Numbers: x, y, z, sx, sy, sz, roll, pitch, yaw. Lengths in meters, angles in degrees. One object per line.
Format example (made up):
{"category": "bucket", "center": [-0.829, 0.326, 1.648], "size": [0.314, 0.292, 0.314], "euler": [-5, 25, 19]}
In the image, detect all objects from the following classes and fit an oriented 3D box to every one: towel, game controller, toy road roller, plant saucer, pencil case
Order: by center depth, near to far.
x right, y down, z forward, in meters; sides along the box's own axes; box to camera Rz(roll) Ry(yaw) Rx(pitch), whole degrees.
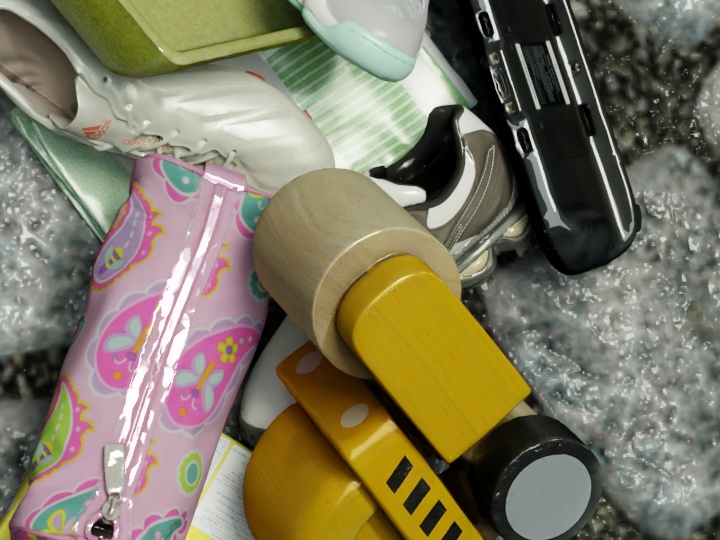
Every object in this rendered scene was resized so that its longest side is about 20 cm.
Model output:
{"category": "toy road roller", "center": [0.001, 0.069, 1.088], "size": [0.146, 0.123, 0.200], "euler": [-39, 121, -4]}
{"category": "pencil case", "center": [-0.096, 0.049, 1.117], "size": [0.087, 0.087, 0.201], "euler": [22, 74, -11]}
{"category": "plant saucer", "center": [-0.107, -0.167, 1.143], "size": [0.200, 0.048, 0.200], "euler": [50, 30, 11]}
{"category": "towel", "center": [-0.056, -0.081, 1.219], "size": [0.200, 0.023, 0.153], "euler": [-40, 95, -15]}
{"category": "game controller", "center": [0.088, -0.096, 1.225], "size": [0.104, 0.042, 0.201], "euler": [-16, 87, -56]}

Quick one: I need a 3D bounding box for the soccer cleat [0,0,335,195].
{"category": "soccer cleat", "center": [-0.106, -0.078, 1.150], "size": [0.199, 0.078, 0.069], "euler": [29, 120, -6]}

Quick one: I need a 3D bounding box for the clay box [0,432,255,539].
{"category": "clay box", "center": [-0.130, 0.157, 1.160], "size": [0.115, 0.048, 0.200], "euler": [33, 77, -8]}

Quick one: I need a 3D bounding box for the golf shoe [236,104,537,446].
{"category": "golf shoe", "center": [0.000, 0.000, 1.182], "size": [0.200, 0.078, 0.095], "euler": [-48, 135, -21]}

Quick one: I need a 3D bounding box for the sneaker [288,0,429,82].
{"category": "sneaker", "center": [0.026, -0.191, 1.142], "size": [0.078, 0.140, 0.200], "euler": [27, 33, -31]}
